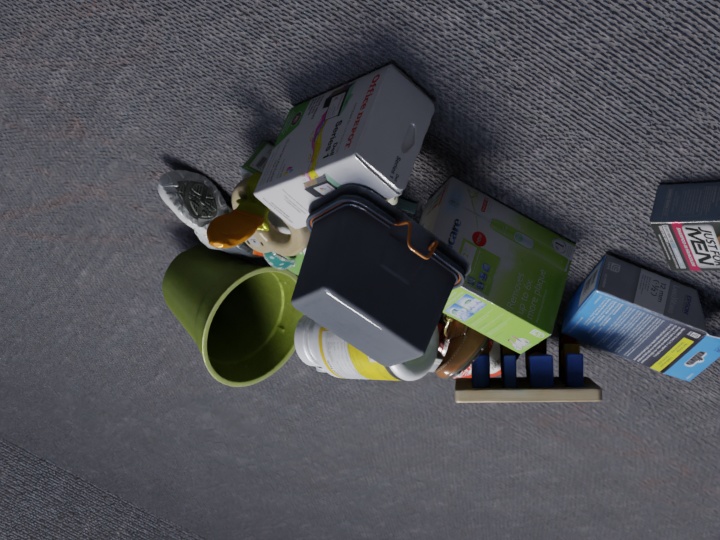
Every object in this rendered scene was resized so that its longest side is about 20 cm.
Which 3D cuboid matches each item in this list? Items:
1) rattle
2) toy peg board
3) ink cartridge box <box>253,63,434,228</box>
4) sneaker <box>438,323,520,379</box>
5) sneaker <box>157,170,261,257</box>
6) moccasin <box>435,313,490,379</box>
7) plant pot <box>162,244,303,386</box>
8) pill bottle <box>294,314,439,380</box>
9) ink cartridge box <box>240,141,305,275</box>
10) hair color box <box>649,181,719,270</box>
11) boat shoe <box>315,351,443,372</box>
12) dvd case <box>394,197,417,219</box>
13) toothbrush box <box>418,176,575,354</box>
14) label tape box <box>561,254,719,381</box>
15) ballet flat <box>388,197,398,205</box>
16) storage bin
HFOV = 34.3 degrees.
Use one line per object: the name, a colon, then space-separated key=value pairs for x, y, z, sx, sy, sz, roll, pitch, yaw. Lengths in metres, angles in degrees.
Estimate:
rattle: x=-0.147 y=-0.026 z=1.580 sx=0.129 sy=0.144 sz=0.200 roll=24 pitch=148 yaw=-6
toy peg board: x=0.233 y=0.130 z=1.664 sx=0.198 sy=0.099 sz=0.199 roll=-2 pitch=179 yaw=5
ink cartridge box: x=-0.021 y=-0.149 z=1.424 sx=0.084 sy=0.146 sz=0.199 roll=38 pitch=147 yaw=-29
sneaker: x=0.167 y=0.119 z=1.827 sx=0.107 sy=0.068 sz=0.201 roll=27 pitch=153 yaw=-16
sneaker: x=-0.234 y=-0.075 z=1.764 sx=0.200 sy=0.078 sz=0.099 roll=38 pitch=150 yaw=-25
moccasin: x=0.150 y=0.056 z=1.594 sx=0.077 sy=0.203 sz=0.074 roll=31 pitch=164 yaw=-8
plant pot: x=-0.216 y=0.050 z=1.839 sx=0.189 sy=0.200 sz=0.200 roll=32 pitch=163 yaw=41
pill bottle: x=0.004 y=0.095 z=1.627 sx=0.199 sy=0.113 sz=0.112 roll=-2 pitch=144 yaw=43
ink cartridge box: x=-0.105 y=-0.082 z=1.654 sx=0.103 sy=0.059 sz=0.201 roll=28 pitch=151 yaw=17
hair color box: x=0.451 y=-0.051 z=1.361 sx=0.198 sy=0.061 sz=0.099 roll=-1 pitch=144 yaw=33
boat shoe: x=0.030 y=0.133 z=1.789 sx=0.200 sy=0.075 sz=0.065 roll=6 pitch=112 yaw=-19
dvd case: x=0.000 y=-0.060 z=1.687 sx=0.145 sy=0.022 sz=0.201 roll=20 pitch=149 yaw=3
toothbrush box: x=0.167 y=-0.006 z=1.538 sx=0.199 sy=0.147 sz=0.086 roll=28 pitch=150 yaw=-10
label tape box: x=0.394 y=0.068 z=1.596 sx=0.198 sy=0.067 sz=0.144 roll=20 pitch=152 yaw=-2
ballet flat: x=0.011 y=-0.100 z=1.562 sx=0.065 sy=0.071 sz=0.200 roll=14 pitch=145 yaw=-32
storage bin: x=0.022 y=0.015 z=1.381 sx=0.199 sy=0.135 sz=0.145 roll=34 pitch=148 yaw=-23
